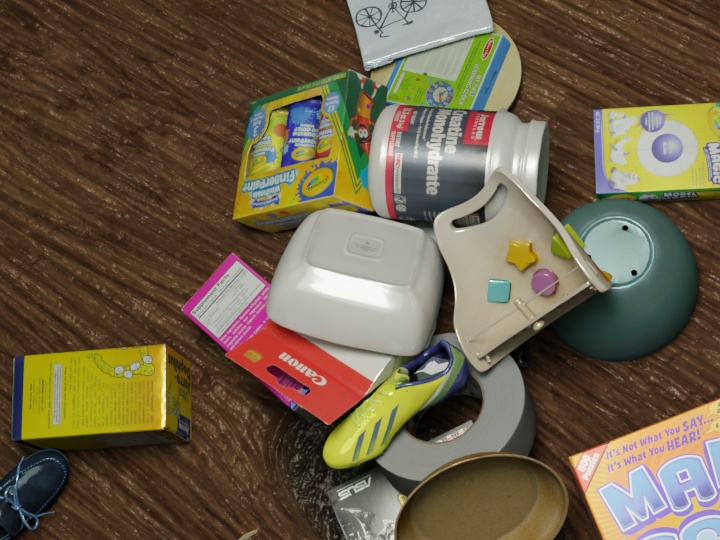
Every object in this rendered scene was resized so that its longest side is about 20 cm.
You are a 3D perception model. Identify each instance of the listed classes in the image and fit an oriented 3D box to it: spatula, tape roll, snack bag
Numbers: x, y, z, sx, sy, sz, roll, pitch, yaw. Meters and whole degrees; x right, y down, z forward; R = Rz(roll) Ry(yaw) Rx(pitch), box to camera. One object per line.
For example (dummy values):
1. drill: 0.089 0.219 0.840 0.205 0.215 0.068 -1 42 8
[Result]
1. spatula: 0.188 0.025 1.668 0.056 0.021 0.200 -4 76 -16
2. tape roll: 0.104 0.173 1.570 0.200 0.066 0.200 -13 50 16
3. snack bag: 0.076 -0.368 1.790 0.188 0.021 0.200 -16 61 4

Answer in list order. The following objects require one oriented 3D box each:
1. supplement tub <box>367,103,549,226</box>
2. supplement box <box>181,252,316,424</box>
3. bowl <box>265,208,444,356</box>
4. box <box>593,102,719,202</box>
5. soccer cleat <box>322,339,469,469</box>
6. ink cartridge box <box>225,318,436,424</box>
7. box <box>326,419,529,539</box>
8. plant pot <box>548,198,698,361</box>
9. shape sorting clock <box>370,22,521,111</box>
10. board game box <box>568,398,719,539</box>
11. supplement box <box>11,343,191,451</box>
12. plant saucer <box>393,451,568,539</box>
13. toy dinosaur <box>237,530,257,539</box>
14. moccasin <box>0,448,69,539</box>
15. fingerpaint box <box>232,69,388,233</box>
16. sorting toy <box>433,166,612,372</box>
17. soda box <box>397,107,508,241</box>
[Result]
1. supplement tub: 0.119 -0.124 1.596 0.200 0.140 0.141 5 75 13
2. supplement box: -0.111 0.085 1.668 0.200 0.101 0.103 41 84 19
3. bowl: 0.000 0.000 1.570 0.200 0.075 0.200 13 36 5
4. box: 0.393 -0.146 1.667 0.200 0.048 0.117 -2 74 9
5. soccer cleat: 0.034 0.148 1.520 0.200 0.084 0.065 -35 48 -5
6. ink cartridge box: -0.033 0.077 1.554 0.161 0.050 0.200 31 39 24
7. box: 0.081 0.294 1.598 0.200 0.048 0.159 -26 70 3
8. plant pot: 0.305 -0.003 1.596 0.200 0.135 0.200 -3 74 10
9. shape sorting clock: 0.112 -0.255 1.756 0.200 0.039 0.200 -6 62 12
10. board game box: 0.362 0.275 1.470 0.200 0.200 0.200 -22 71 5
11. supplement box: -0.324 0.163 1.683 0.200 0.109 0.110 -5 74 9
12. plant saucer: 0.132 0.267 1.492 0.200 0.200 0.035 -22 38 4
13. toy dinosaur: -0.189 0.402 1.626 0.101 0.058 0.200 15 85 -1
14. moccasin: -0.443 0.310 1.677 0.080 0.068 0.200 44 93 -12
15. fingerpaint box: -0.067 -0.147 1.689 0.200 0.073 0.167 -8 69 47
16. sorting toy: 0.172 -0.017 1.510 0.200 0.107 0.180 -38 86 38
17. soda box: 0.139 -0.107 1.695 0.200 0.063 0.068 -46 71 -4
